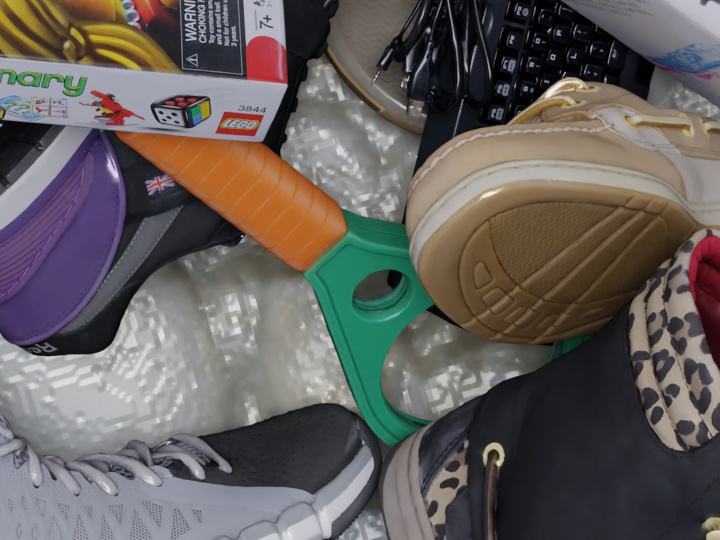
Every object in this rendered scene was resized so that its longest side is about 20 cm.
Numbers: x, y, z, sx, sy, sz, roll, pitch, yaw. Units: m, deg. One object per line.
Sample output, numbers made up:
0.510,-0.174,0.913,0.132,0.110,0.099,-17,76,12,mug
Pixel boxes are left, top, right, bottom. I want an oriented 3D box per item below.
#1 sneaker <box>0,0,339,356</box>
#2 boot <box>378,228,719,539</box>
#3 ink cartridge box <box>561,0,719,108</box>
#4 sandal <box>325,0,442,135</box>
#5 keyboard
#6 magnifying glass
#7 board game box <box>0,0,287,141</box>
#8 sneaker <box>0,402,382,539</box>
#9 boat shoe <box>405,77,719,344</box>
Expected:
-0.052,-0.058,0.776,0.200,0.076,0.088,-43,127,-9,sneaker
0.094,0.101,0.713,0.073,0.151,0.200,1,56,-41,boot
0.141,-0.125,0.767,0.200,0.086,0.148,28,88,-33,ink cartridge box
0.025,-0.145,0.819,0.080,0.054,0.200,5,87,-2,sandal
0.059,-0.075,0.795,0.104,0.040,0.200,10,96,-26,keyboard
0.000,0.000,0.771,0.080,0.022,0.200,-41,130,14,magnifying glass
-0.090,-0.134,0.712,0.126,0.035,0.200,4,61,-16,board game box
-0.086,0.062,0.758,0.200,0.075,0.116,-32,103,-33,sneaker
0.070,-0.023,0.762,0.074,0.200,0.069,-40,65,24,boat shoe
